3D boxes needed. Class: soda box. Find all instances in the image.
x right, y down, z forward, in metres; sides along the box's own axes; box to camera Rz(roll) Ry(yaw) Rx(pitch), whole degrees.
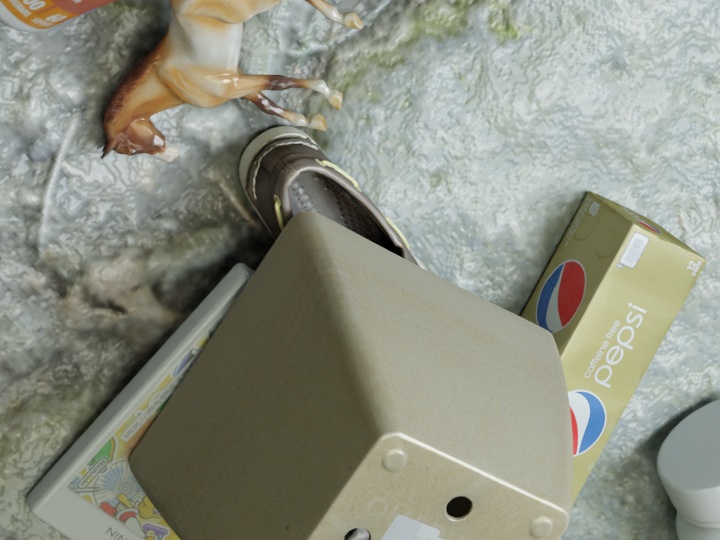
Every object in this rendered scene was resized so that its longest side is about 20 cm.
[{"bbox_3d":[0.134,0.058,1.644,0.064,0.068,0.201,24,99,-28],"label":"soda box"}]

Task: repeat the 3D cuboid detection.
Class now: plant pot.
[{"bbox_3d":[0.012,0.122,1.506,0.199,0.177,0.200,26,109,-27],"label":"plant pot"}]

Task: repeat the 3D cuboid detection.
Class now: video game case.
[{"bbox_3d":[-0.073,0.118,1.597,0.182,0.023,0.200,38,100,-29],"label":"video game case"}]

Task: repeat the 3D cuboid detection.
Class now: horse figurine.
[{"bbox_3d":[-0.067,-0.136,1.466,0.132,0.050,0.201,9,137,-9],"label":"horse figurine"}]

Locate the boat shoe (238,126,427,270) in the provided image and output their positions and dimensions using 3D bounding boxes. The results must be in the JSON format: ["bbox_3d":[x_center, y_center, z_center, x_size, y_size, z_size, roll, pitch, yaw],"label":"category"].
[{"bbox_3d":[0.000,0.000,1.573,0.072,0.060,0.200,-38,119,-4],"label":"boat shoe"}]

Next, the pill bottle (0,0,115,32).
[{"bbox_3d":[-0.114,-0.209,1.373,0.199,0.112,0.112,-20,120,21],"label":"pill bottle"}]

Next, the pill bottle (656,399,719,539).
[{"bbox_3d":[0.277,0.186,1.725,0.113,0.114,0.201,-34,118,-6],"label":"pill bottle"}]
